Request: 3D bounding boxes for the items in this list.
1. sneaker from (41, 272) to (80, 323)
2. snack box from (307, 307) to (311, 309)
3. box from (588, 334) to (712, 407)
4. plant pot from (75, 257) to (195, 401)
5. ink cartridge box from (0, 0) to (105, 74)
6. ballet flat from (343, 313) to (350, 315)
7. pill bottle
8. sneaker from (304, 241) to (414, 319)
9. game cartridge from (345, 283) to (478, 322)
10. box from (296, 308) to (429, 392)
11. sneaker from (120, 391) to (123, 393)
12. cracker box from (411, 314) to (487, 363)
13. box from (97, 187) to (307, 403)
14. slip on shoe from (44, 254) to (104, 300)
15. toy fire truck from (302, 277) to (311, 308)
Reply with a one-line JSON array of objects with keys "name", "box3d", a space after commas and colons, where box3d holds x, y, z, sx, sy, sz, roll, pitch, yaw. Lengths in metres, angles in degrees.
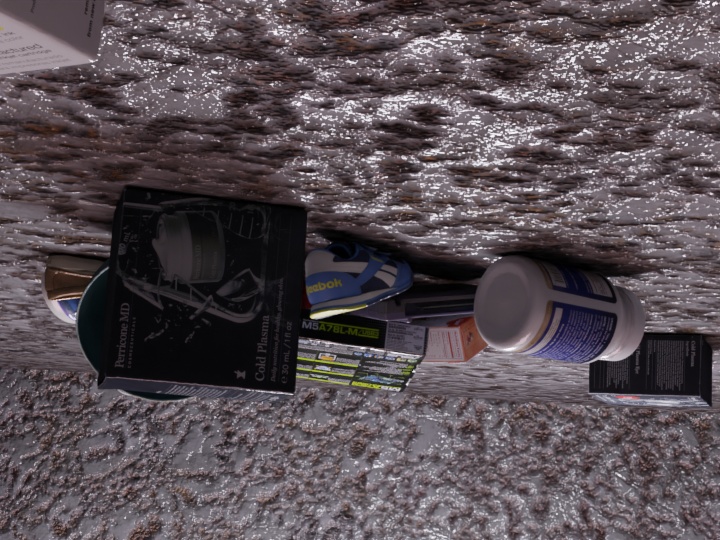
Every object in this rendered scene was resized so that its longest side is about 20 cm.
[{"name": "sneaker", "box3d": [-0.346, 0.033, 1.910, 0.146, 0.081, 0.200, -18, 151, 19]}, {"name": "snack box", "box3d": [-0.088, 0.083, 1.847, 0.200, 0.024, 0.072, -30, 167, 37]}, {"name": "box", "box3d": [0.490, 0.170, 2.227, 0.182, 0.104, 0.200, -1, 169, 21]}, {"name": "plant pot", "box3d": [-0.233, 0.038, 1.599, 0.200, 0.200, 0.135, 5, -153, -6]}, {"name": "ink cartridge box", "box3d": [-0.242, -0.164, 0.645, 0.145, 0.084, 0.200, -1, 168, 29]}, {"name": "ballet flat", "box3d": [0.010, 0.038, 1.764, 0.072, 0.072, 0.200, -4, 167, 37]}, {"name": "pill bottle", "box3d": [0.245, 0.052, 1.607, 0.200, 0.116, 0.116, 12, 168, -36]}, {"name": "sneaker", "box3d": [0.000, 0.000, 1.562, 0.074, 0.082, 0.200, -18, 180, 28]}, {"name": "game cartridge", "box3d": [0.083, 0.041, 1.690, 0.200, 0.038, 0.130, -3, -178, -31]}, {"name": "box", "box3d": [-0.023, 0.105, 1.742, 0.200, 0.048, 0.193, 8, 162, -4]}, {"name": "sneaker", "box3d": [-0.284, 0.095, 1.876, 0.200, 0.081, 0.146, -19, 142, 8]}, {"name": "cracker box", "box3d": [0.089, 0.084, 1.884, 0.200, 0.058, 0.134, -2, -165, 32]}, {"name": "box", "box3d": [-0.168, 0.031, 1.404, 0.196, 0.200, 0.124, 6, 168, -13]}, {"name": "slip on shoe", "box3d": [-0.330, 0.020, 1.814, 0.200, 0.061, 0.076, 7, 170, -18]}, {"name": "toy fire truck", "box3d": [-0.134, 0.036, 1.866, 0.200, 0.049, 0.141, -2, 168, 36]}]
